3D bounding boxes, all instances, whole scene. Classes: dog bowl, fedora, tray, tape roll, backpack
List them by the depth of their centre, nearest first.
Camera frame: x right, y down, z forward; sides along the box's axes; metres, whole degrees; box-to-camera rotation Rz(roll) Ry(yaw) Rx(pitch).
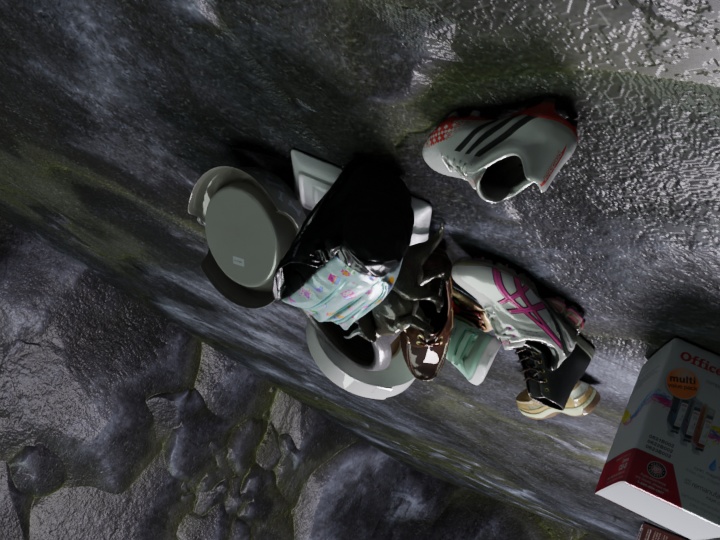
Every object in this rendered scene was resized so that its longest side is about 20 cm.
[{"bbox_3d":[-0.022,-0.015,1.029,0.126,0.167,0.200,33,138,-11],"label":"backpack"},{"bbox_3d":[-0.005,-0.083,1.103,0.199,0.022,0.108,23,149,14],"label":"tray"},{"bbox_3d":[-0.152,-0.051,1.179,0.199,0.059,0.201,17,117,36],"label":"dog bowl"},{"bbox_3d":[-0.010,0.048,1.238,0.200,0.090,0.177,44,153,11],"label":"fedora"},{"bbox_3d":[0.011,0.110,1.358,0.202,0.203,0.037,28,134,-5],"label":"tape roll"}]

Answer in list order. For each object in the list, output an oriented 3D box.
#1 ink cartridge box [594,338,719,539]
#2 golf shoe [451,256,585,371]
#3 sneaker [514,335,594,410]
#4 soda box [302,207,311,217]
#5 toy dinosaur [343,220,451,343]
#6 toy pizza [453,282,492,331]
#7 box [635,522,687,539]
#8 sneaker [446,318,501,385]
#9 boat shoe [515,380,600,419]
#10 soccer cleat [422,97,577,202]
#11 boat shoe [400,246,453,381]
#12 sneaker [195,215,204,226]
[{"bbox_3d":[0.413,0.215,1.080,0.145,0.201,0.145,23,161,10],"label":"ink cartridge box"},{"bbox_3d":[0.200,0.054,1.117,0.199,0.092,0.073,31,164,-8],"label":"golf shoe"},{"bbox_3d":[0.244,0.115,1.205,0.199,0.107,0.075,33,163,-21],"label":"sneaker"},{"bbox_3d":[-0.087,-0.060,1.262,0.064,0.068,0.200,35,162,-26],"label":"soda box"},{"bbox_3d":[0.054,0.028,1.084,0.102,0.201,0.077,19,-156,-3],"label":"toy dinosaur"},{"bbox_3d":[0.121,0.054,1.348,0.199,0.032,0.200,25,164,8],"label":"toy pizza"},{"bbox_3d":[0.835,0.814,2.316,0.163,0.167,0.200,15,159,34],"label":"box"},{"bbox_3d":[0.132,0.105,1.251,0.118,0.074,0.200,29,177,-4],"label":"sneaker"},{"bbox_3d":[0.322,0.204,1.453,0.076,0.072,0.200,45,153,-10],"label":"boat shoe"},{"bbox_3d":[0.114,-0.101,0.782,0.068,0.086,0.200,35,162,-28],"label":"soccer cleat"},{"bbox_3d":[0.091,0.069,1.168,0.070,0.201,0.070,-1,-155,-2],"label":"boat shoe"},{"bbox_3d":[-0.188,-0.096,1.285,0.071,0.083,0.199,37,158,-29],"label":"sneaker"}]
